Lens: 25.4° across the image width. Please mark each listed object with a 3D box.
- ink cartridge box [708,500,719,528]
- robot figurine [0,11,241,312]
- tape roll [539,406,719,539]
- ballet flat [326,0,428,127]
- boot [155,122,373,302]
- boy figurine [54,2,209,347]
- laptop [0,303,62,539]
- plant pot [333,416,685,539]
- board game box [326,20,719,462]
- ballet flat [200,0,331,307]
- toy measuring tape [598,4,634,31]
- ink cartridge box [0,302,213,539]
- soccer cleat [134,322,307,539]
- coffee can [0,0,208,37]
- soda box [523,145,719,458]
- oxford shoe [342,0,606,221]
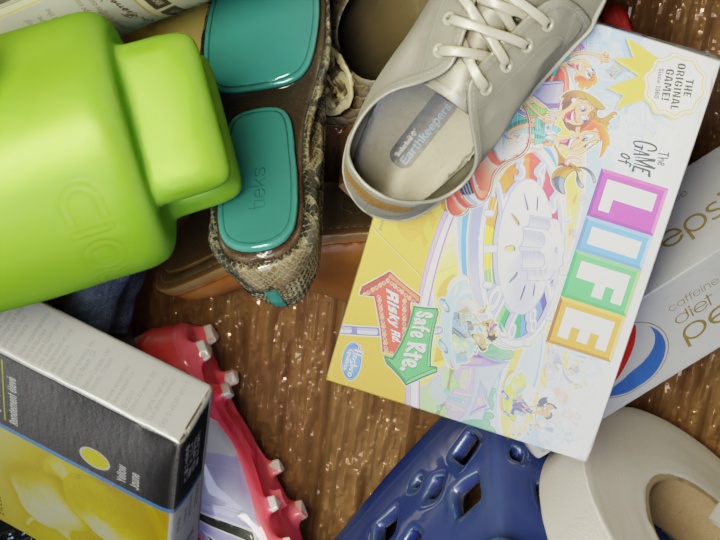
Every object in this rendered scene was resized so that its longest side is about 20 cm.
[{"bbox_3d":[0.305,0.101,0.850,0.147,0.083,0.200,38,87,-14],"label":"ink cartridge box"},{"bbox_3d":[-0.157,-0.042,0.702,0.199,0.175,0.116,-16,87,2],"label":"robot figurine"},{"bbox_3d":[0.179,0.163,0.855,0.202,0.203,0.037,38,118,-15],"label":"tape roll"},{"bbox_3d":[0.033,-0.139,0.789,0.200,0.046,0.068,-37,81,32],"label":"ballet flat"},{"bbox_3d":[0.000,0.000,0.881,0.199,0.077,0.155,-28,128,26],"label":"boot"},{"bbox_3d":[-0.121,-0.049,0.833,0.064,0.124,0.201,20,102,10],"label":"boy figurine"},{"bbox_3d":[-0.214,0.150,0.949,0.176,0.201,0.103,-19,154,15],"label":"laptop"},{"bbox_3d":[0.093,0.213,0.916,0.199,0.180,0.200,34,114,-13],"label":"plant pot"},{"bbox_3d":[0.075,-0.024,0.762,0.134,0.034,0.201,17,103,3],"label":"board game box"},{"bbox_3d":[-0.044,-0.073,0.789,0.067,0.201,0.075,-5,152,8],"label":"ballet flat"},{"bbox_3d":[0.123,-0.073,0.825,0.073,0.074,0.201,-18,114,14],"label":"toy measuring tape"},{"bbox_3d":[-0.176,0.081,0.845,0.199,0.047,0.198,24,146,9],"label":"ink cartridge box"},{"bbox_3d":[-0.086,0.126,0.938,0.076,0.067,0.201,-21,102,11],"label":"soccer cleat"},{"bbox_3d":[-0.122,-0.182,0.744,0.199,0.147,0.147,-19,115,14],"label":"coffee can"},{"bbox_3d":[0.152,0.009,0.835,0.199,0.064,0.068,-33,132,4],"label":"soda box"},{"bbox_3d":[0.056,-0.104,0.701,0.075,0.058,0.201,34,102,1],"label":"oxford shoe"}]
